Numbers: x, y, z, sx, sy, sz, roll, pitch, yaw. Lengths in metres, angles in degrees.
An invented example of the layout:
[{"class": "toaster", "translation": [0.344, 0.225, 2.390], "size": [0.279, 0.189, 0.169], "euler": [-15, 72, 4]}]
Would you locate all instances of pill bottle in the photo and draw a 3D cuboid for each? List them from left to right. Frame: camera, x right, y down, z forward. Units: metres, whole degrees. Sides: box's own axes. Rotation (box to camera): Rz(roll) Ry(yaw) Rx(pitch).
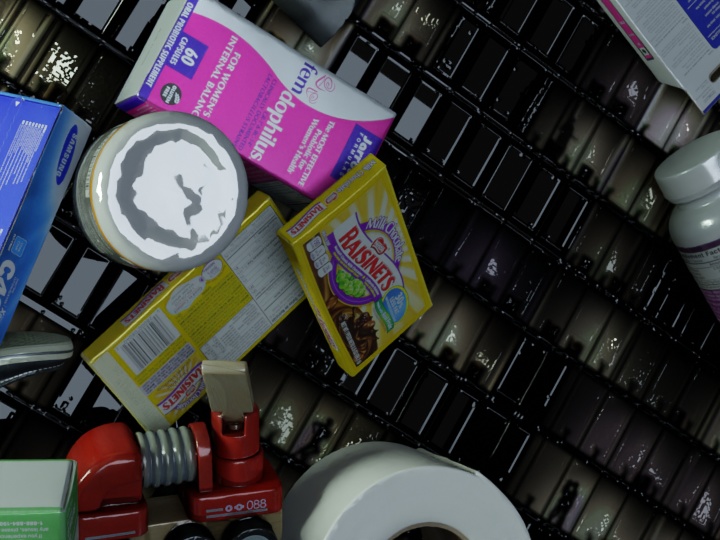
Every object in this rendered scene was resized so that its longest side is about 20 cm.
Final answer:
[{"class": "pill bottle", "translation": [-0.162, -0.060, 1.084], "size": [0.115, 0.200, 0.118], "euler": [-1, 92, -18]}, {"class": "pill bottle", "translation": [0.358, -0.025, 1.309], "size": [0.112, 0.112, 0.201], "euler": [-35, 102, -14]}]

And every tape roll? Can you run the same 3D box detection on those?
[{"class": "tape roll", "translation": [0.033, 0.255, 1.193], "size": [0.200, 0.139, 0.205], "euler": [0, 91, -19]}]

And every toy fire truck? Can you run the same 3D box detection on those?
[{"class": "toy fire truck", "translation": [-0.146, 0.148, 1.108], "size": [0.174, 0.129, 0.202], "euler": [-4, 109, -17]}]

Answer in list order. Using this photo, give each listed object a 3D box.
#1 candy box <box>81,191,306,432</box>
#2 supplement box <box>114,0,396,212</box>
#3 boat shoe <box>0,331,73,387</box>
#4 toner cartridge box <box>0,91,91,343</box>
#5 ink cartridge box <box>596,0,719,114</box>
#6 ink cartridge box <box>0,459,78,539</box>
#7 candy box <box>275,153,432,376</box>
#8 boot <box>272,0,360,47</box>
[{"class": "candy box", "translation": [-0.128, 0.037, 1.166], "size": [0.200, 0.026, 0.103], "euler": [-43, 130, -13]}, {"class": "supplement box", "translation": [-0.087, -0.134, 1.160], "size": [0.199, 0.103, 0.102], "euler": [29, 82, -19]}, {"class": "boat shoe", "translation": [-0.322, 0.094, 1.105], "size": [0.198, 0.075, 0.063], "euler": [-16, 102, -12]}, {"class": "toner cartridge box", "translation": [-0.290, -0.037, 1.085], "size": [0.043, 0.094, 0.202], "euler": [40, 68, -58]}, {"class": "ink cartridge box", "translation": [0.287, -0.251, 1.318], "size": [0.095, 0.037, 0.200], "euler": [-45, 102, -13]}, {"class": "ink cartridge box", "translation": [-0.283, 0.248, 1.041], "size": [0.144, 0.084, 0.202], "euler": [0, 110, -7]}, {"class": "candy box", "translation": [0.000, 0.000, 1.170], "size": [0.102, 0.026, 0.201], "euler": [-42, 145, -15]}, {"class": "boot", "translation": [-0.099, -0.258, 1.176], "size": [0.200, 0.066, 0.166], "euler": [39, 81, -20]}]
